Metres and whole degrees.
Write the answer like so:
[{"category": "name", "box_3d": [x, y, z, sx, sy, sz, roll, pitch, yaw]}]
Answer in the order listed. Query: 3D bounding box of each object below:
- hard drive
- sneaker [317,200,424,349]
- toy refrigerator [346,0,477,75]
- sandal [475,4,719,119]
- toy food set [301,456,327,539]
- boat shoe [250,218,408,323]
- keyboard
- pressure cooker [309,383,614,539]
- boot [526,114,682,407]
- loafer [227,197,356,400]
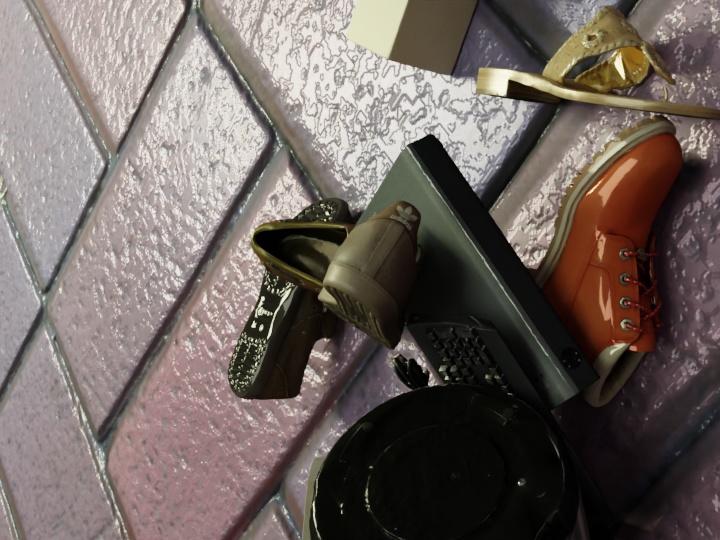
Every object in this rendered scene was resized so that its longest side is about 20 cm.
[{"category": "hard drive", "box_3d": [0.075, 0.019, 0.765, 0.201, 0.033, 0.140, 57, 154, 11]}, {"category": "sneaker", "box_3d": [0.018, 0.005, 0.757, 0.070, 0.200, 0.076, 35, 83, 2]}, {"category": "toy refrigerator", "box_3d": [0.062, -0.271, 0.872, 0.070, 0.075, 0.202, 35, 113, 44]}, {"category": "sandal", "box_3d": [0.160, -0.151, 0.750, 0.211, 0.077, 0.070, 19, 105, 53]}, {"category": "toy food set", "box_3d": [-0.011, 0.203, 0.841, 0.060, 0.200, 0.145, 6, 91, 14]}, {"category": "boat shoe", "box_3d": [0.000, 0.000, 0.877, 0.198, 0.068, 0.073, 8, 83, 25]}, {"category": "keyboard", "box_3d": [0.088, 0.107, 0.750, 0.126, 0.021, 0.201, 0, 131, 50]}, {"category": "pressure cooker", "box_3d": [0.067, 0.199, 0.703, 0.174, 0.179, 0.201, 8, 137, 31]}, {"category": "boot", "box_3d": [0.178, -0.002, 0.726, 0.107, 0.075, 0.201, 49, 130, 35]}, {"category": "loafer", "box_3d": [-0.054, 0.029, 0.985, 0.073, 0.071, 0.201, 27, 91, 54]}]
